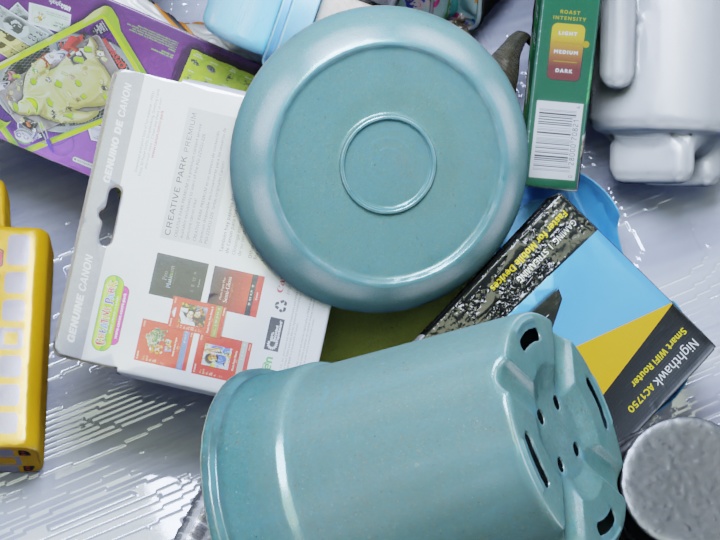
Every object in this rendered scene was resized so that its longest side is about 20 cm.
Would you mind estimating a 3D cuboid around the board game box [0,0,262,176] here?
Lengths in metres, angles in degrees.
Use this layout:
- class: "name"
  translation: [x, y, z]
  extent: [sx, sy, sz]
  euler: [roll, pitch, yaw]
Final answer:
- class: "board game box"
  translation: [-0.170, -0.122, 1.569]
  extent: [0.199, 0.032, 0.121]
  euler: [23, 92, -7]

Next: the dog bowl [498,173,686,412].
- class: "dog bowl"
  translation: [0.152, 0.024, 1.592]
  extent: [0.111, 0.050, 0.201]
  euler: [-27, 71, -11]

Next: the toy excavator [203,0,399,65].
- class: "toy excavator"
  translation: [-0.079, -0.197, 1.541]
  extent: [0.199, 0.195, 0.100]
  euler: [20, 102, -6]

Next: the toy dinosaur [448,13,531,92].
- class: "toy dinosaur"
  translation: [0.063, -0.124, 1.584]
  extent: [0.077, 0.200, 0.103]
  euler: [-38, 77, 31]

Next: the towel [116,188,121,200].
- class: "towel"
  translation: [-0.091, -0.116, 1.654]
  extent: [0.199, 0.023, 0.144]
  euler: [-15, 71, -6]

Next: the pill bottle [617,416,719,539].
- class: "pill bottle"
  translation: [0.196, 0.165, 1.457]
  extent: [0.111, 0.200, 0.112]
  euler: [0, 69, -1]

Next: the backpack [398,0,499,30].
- class: "backpack"
  translation: [0.017, -0.269, 1.634]
  extent: [0.200, 0.178, 0.151]
  euler: [34, 65, 15]

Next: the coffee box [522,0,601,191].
- class: "coffee box"
  translation: [0.140, -0.167, 1.560]
  extent: [0.044, 0.123, 0.201]
  euler: [5, 108, 2]

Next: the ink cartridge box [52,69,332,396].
- class: "ink cartridge box"
  translation: [-0.101, -0.019, 1.516]
  extent: [0.175, 0.084, 0.201]
  euler: [13, 86, -5]

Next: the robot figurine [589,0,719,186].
- class: "robot figurine"
  translation: [0.221, -0.161, 1.612]
  extent: [0.112, 0.169, 0.201]
  euler: [2, 89, 34]

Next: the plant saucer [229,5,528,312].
- class: "plant saucer"
  translation: [0.016, -0.069, 1.462]
  extent: [0.199, 0.027, 0.201]
  euler: [-2, 100, -12]

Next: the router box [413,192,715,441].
- class: "router box"
  translation: [0.114, 0.071, 1.509]
  extent: [0.149, 0.051, 0.200]
  euler: [43, 86, -2]

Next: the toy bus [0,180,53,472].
- class: "toy bus"
  translation: [-0.255, 0.035, 1.569]
  extent: [0.078, 0.065, 0.201]
  euler: [0, 69, -2]

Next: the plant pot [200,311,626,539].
- class: "plant pot"
  translation: [0.041, 0.124, 1.353]
  extent: [0.195, 0.200, 0.201]
  euler: [-22, 67, 26]

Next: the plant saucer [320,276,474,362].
- class: "plant saucer"
  translation: [0.000, 0.000, 1.582]
  extent: [0.199, 0.031, 0.201]
  euler: [-4, 76, 16]

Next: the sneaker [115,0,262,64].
- class: "sneaker"
  translation: [-0.162, -0.144, 1.615]
  extent: [0.199, 0.076, 0.092]
  euler: [21, 75, 8]

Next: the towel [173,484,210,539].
- class: "towel"
  translation: [-0.048, 0.204, 1.499]
  extent: [0.165, 0.086, 0.201]
  euler: [23, 70, 6]
